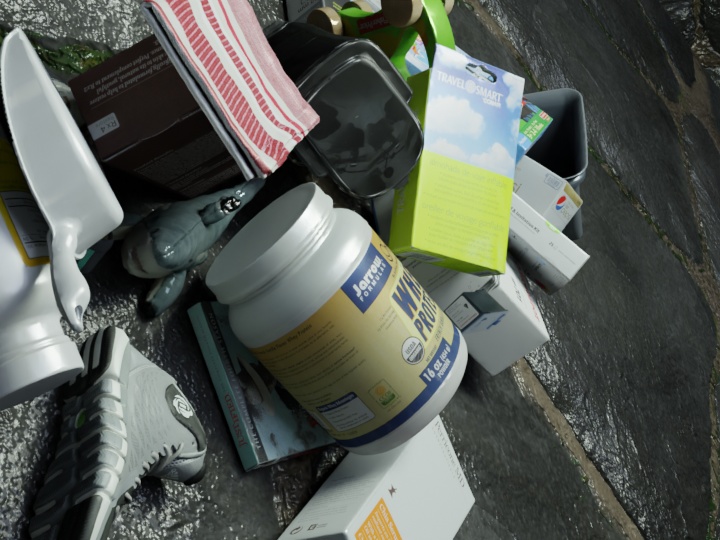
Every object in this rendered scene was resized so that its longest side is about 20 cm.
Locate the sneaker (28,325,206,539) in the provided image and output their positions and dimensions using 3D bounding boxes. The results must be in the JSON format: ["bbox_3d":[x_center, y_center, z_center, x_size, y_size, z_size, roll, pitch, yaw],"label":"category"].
[{"bbox_3d":[-0.152,0.140,0.728,0.115,0.075,0.201,38,37,-35],"label":"sneaker"}]

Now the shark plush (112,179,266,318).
[{"bbox_3d":[-0.128,-0.032,0.880,0.200,0.083,0.091,-23,84,-54],"label":"shark plush"}]

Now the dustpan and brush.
[{"bbox_3d":[-0.186,-0.042,0.667,0.200,0.057,0.140,56,-10,37],"label":"dustpan and brush"}]

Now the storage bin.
[{"bbox_3d":[0.250,-0.136,1.482,0.201,0.144,0.135,-82,159,-46],"label":"storage bin"}]

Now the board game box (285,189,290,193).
[{"bbox_3d":[0.000,0.000,1.088,0.200,0.019,0.103,31,31,-38],"label":"board game box"}]

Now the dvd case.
[{"bbox_3d":[-0.058,0.092,0.948,0.199,0.022,0.147,-3,67,-55],"label":"dvd case"}]

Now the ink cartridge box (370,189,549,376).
[{"bbox_3d":[0.108,-0.002,1.165,0.200,0.086,0.147,42,21,-30],"label":"ink cartridge box"}]

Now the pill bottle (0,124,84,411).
[{"bbox_3d":[-0.252,-0.013,0.679,0.104,0.104,0.201,-16,78,-58],"label":"pill bottle"}]

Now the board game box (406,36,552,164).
[{"bbox_3d":[0.127,-0.211,1.262,0.200,0.037,0.151,37,30,5],"label":"board game box"}]

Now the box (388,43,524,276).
[{"bbox_3d":[0.095,-0.104,1.031,0.121,0.048,0.202,14,78,-32],"label":"box"}]

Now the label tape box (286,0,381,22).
[{"bbox_3d":[-0.016,-0.270,1.260,0.143,0.066,0.201,27,43,-43],"label":"label tape box"}]

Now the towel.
[{"bbox_3d":[-0.090,-0.150,0.794,0.145,0.023,0.200,57,16,-12],"label":"towel"}]

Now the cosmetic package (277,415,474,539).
[{"bbox_3d":[0.020,0.212,0.896,0.102,0.071,0.200,66,31,-12],"label":"cosmetic package"}]

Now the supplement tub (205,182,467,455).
[{"bbox_3d":[-0.020,0.040,0.887,0.200,0.144,0.145,48,33,-19],"label":"supplement tub"}]

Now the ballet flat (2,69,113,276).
[{"bbox_3d":[-0.226,-0.090,0.813,0.073,0.073,0.201,13,54,-50],"label":"ballet flat"}]

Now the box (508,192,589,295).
[{"bbox_3d":[0.168,-0.056,1.239,0.200,0.041,0.156,42,-4,7],"label":"box"}]

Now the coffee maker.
[{"bbox_3d":[-0.051,-0.165,0.999,0.191,0.135,0.200,24,7,-24],"label":"coffee maker"}]

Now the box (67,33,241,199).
[{"bbox_3d":[-0.144,-0.122,0.858,0.075,0.100,0.200,64,5,6],"label":"box"}]

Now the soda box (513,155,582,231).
[{"bbox_3d":[0.174,-0.119,1.306,0.200,0.064,0.068,39,4,34],"label":"soda box"}]

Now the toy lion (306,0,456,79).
[{"bbox_3d":[0.029,-0.199,1.126,0.068,0.199,0.193,-23,102,-37],"label":"toy lion"}]
